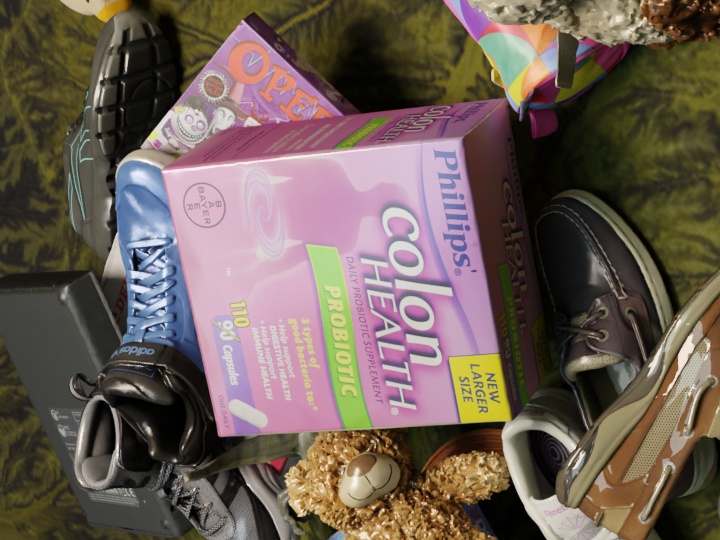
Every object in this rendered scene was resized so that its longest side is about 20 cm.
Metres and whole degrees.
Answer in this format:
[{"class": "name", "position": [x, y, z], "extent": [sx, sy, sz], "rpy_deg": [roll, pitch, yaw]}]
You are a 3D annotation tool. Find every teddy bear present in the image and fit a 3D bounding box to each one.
[{"class": "teddy bear", "position": [0.040, 0.179, 1.377], "extent": [0.144, 0.067, 0.202], "rpy_deg": [-22, 92, 15]}]

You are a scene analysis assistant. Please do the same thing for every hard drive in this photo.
[{"class": "hard drive", "position": [-0.197, 0.096, 1.572], "extent": [0.139, 0.033, 0.201], "rpy_deg": [-2, 115, 55]}]

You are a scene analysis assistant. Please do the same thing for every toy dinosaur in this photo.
[{"class": "toy dinosaur", "position": [-0.028, 0.122, 1.447], "extent": [0.047, 0.199, 0.089], "rpy_deg": [45, 151, 44]}]

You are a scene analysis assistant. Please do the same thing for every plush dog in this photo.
[{"class": "plush dog", "position": [0.179, -0.174, 1.158], "extent": [0.171, 0.201, 0.161], "rpy_deg": [8, 145, 51]}]

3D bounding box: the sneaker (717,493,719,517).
[{"class": "sneaker", "position": [0.246, 0.122, 1.254], "extent": [0.081, 0.075, 0.202], "rpy_deg": [28, 123, 44]}]

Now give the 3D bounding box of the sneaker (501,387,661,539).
[{"class": "sneaker", "position": [0.143, 0.170, 1.340], "extent": [0.075, 0.100, 0.201], "rpy_deg": [-34, 80, 17]}]

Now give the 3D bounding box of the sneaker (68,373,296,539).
[{"class": "sneaker", "position": [-0.127, 0.144, 1.463], "extent": [0.075, 0.113, 0.201], "rpy_deg": [-33, 83, 44]}]

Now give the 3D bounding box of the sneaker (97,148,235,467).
[{"class": "sneaker", "position": [-0.127, 0.030, 1.391], "extent": [0.076, 0.111, 0.202], "rpy_deg": [-2, 116, 34]}]

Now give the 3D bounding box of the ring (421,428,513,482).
[{"class": "ring", "position": [0.104, 0.205, 1.452], "extent": [0.199, 0.019, 0.202], "rpy_deg": [17, 117, 38]}]

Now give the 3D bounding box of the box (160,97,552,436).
[{"class": "box", "position": [0.000, 0.000, 1.327], "extent": [0.198, 0.097, 0.178], "rpy_deg": [-5, 106, 21]}]

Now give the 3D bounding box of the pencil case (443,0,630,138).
[{"class": "pencil case", "position": [0.077, -0.183, 1.292], "extent": [0.088, 0.088, 0.201], "rpy_deg": [-43, 73, 43]}]

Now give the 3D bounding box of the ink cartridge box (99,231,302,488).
[{"class": "ink cartridge box", "position": [-0.097, 0.066, 1.546], "extent": [0.200, 0.083, 0.146], "rpy_deg": [43, 131, 24]}]

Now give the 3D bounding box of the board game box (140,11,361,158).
[{"class": "board game box", "position": [-0.034, -0.054, 1.391], "extent": [0.200, 0.032, 0.120], "rpy_deg": [43, 113, 1]}]

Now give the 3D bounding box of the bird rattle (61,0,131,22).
[{"class": "bird rattle", "position": [-0.223, -0.259, 1.542], "extent": [0.199, 0.112, 0.164], "rpy_deg": [25, 137, 38]}]

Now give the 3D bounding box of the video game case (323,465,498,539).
[{"class": "video game case", "position": [0.047, 0.257, 1.482], "extent": [0.181, 0.045, 0.201], "rpy_deg": [-39, 77, 43]}]

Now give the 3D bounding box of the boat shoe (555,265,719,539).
[{"class": "boat shoe", "position": [0.195, 0.070, 1.245], "extent": [0.074, 0.076, 0.201], "rpy_deg": [38, 100, 11]}]

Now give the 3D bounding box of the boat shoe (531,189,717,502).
[{"class": "boat shoe", "position": [0.152, 0.049, 1.315], "extent": [0.072, 0.065, 0.202], "rpy_deg": [-24, 87, 47]}]

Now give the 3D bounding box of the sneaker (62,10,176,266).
[{"class": "sneaker", "position": [-0.187, -0.099, 1.577], "extent": [0.079, 0.075, 0.202], "rpy_deg": [32, 126, 37]}]
